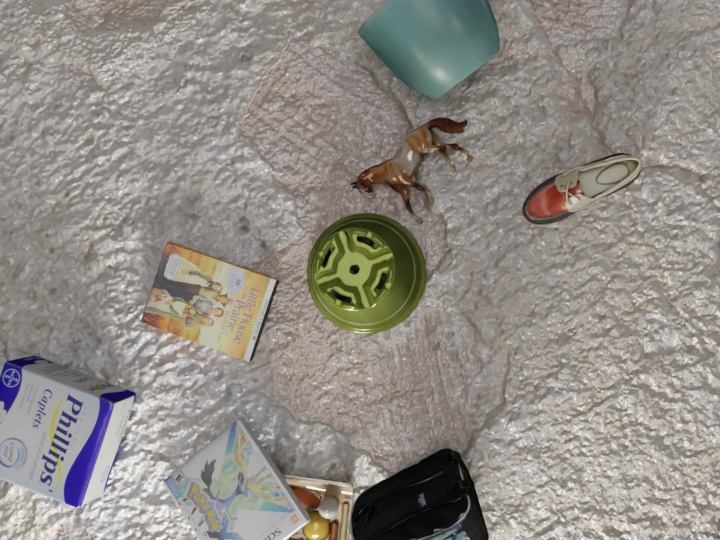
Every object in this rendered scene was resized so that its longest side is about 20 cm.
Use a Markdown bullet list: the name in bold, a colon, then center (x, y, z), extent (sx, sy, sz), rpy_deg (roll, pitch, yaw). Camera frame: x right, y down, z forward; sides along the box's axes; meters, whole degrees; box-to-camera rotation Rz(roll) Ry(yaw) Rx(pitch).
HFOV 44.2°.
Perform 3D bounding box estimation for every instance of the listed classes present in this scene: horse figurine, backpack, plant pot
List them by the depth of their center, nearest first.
- **backpack**: center (0.089, 0.388, 1.361), extent (0.199, 0.178, 0.151), rpy_deg (-22, 116, 5)
- **plant pot**: center (0.000, 0.000, 1.378), extent (0.199, 0.190, 0.201), rpy_deg (0, 87, 6)
- **plant pot**: center (0.121, -0.367, 1.383), extent (0.200, 0.201, 0.161), rpy_deg (-36, 96, 3)
- **horse figurine**: center (0.094, -0.175, 1.439), extent (0.132, 0.050, 0.200), rpy_deg (42, 101, 23)

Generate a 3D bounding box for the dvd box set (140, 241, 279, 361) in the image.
- **dvd box set**: center (-0.252, 0.052, 1.481), extent (0.199, 0.029, 0.147), rpy_deg (19, 90, 7)

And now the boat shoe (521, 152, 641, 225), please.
- **boat shoe**: center (0.351, -0.131, 1.411), extent (0.199, 0.063, 0.071), rpy_deg (-23, 88, 6)

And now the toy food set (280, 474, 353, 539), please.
- **toy food set**: center (-0.092, 0.434, 1.436), extent (0.143, 0.060, 0.201), rpy_deg (6, 88, 6)

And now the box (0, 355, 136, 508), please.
- **box**: center (-0.503, 0.262, 1.462), extent (0.199, 0.105, 0.185), rpy_deg (18, 90, 6)

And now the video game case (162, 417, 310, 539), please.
- **video game case**: center (-0.204, 0.373, 1.440), extent (0.182, 0.022, 0.200), rpy_deg (-40, 76, 13)
